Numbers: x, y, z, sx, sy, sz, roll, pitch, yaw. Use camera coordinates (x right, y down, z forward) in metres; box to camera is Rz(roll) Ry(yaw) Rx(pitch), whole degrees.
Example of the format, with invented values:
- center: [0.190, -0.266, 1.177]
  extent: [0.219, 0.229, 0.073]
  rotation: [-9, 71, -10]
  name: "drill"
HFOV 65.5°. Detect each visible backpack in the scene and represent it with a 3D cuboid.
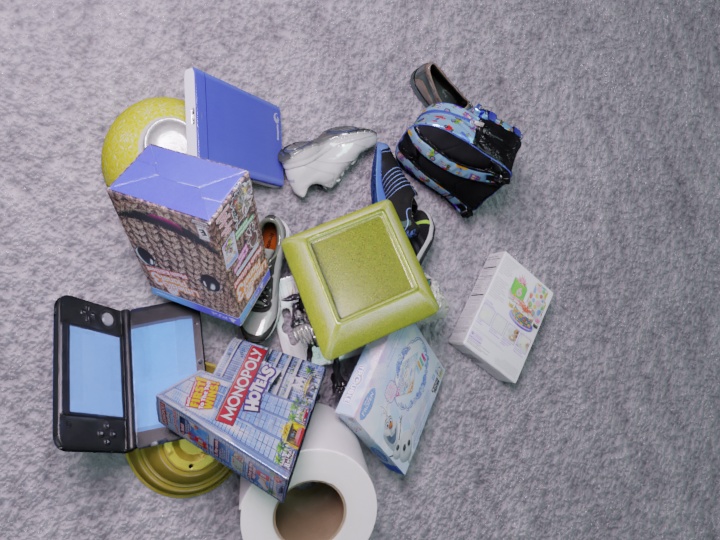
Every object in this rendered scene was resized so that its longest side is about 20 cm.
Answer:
- center: [0.169, -0.218, 1.010]
  extent: [0.195, 0.183, 0.138]
  rotation: [28, 67, -6]
  name: "backpack"

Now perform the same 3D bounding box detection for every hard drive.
- center: [-0.188, -0.211, 0.862]
  extent: [0.198, 0.025, 0.138]
  rotation: [3, 83, -62]
  name: "hard drive"

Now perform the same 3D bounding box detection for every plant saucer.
- center: [0.000, 0.000, 0.842]
  extent: [0.194, 0.048, 0.206]
  rotation: [-21, 73, -12]
  name: "plant saucer"

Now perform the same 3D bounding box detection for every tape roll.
- center: [-0.081, 0.324, 0.838]
  extent: [0.194, 0.139, 0.211]
  rotation: [-2, 104, -10]
  name: "tape roll"

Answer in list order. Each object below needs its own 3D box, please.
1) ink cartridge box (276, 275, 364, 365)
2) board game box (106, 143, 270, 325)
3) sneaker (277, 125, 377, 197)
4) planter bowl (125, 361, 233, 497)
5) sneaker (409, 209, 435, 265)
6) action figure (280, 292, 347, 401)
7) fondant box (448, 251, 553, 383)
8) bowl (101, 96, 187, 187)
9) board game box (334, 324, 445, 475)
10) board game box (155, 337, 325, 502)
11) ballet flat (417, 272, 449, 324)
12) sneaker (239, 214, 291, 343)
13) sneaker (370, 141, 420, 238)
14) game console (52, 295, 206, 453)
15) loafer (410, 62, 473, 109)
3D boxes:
- center: [-0.051, 0.071, 0.964]
  extent: [0.193, 0.050, 0.167]
  rotation: [-17, 93, -8]
  name: "ink cartridge box"
- center: [-0.223, -0.045, 0.762]
  extent: [0.154, 0.204, 0.098]
  rotation: [16, 51, 15]
  name: "board game box"
- center: [-0.052, -0.195, 0.972]
  extent: [0.196, 0.074, 0.090]
  rotation: [-27, 119, -25]
  name: "sneaker"
- center: [-0.251, 0.242, 0.832]
  extent: [0.193, 0.083, 0.209]
  rotation: [2, 85, -23]
  name: "planter bowl"
- center: [0.072, -0.047, 0.974]
  extent: [0.083, 0.070, 0.204]
  rotation: [44, 48, -27]
  name: "sneaker"
- center: [-0.059, 0.096, 0.888]
  extent: [0.114, 0.102, 0.209]
  rotation: [-8, 92, -20]
  name: "action figure"
- center: [0.276, 0.091, 1.090]
  extent: [0.142, 0.058, 0.204]
  rotation: [35, 74, -17]
  name: "fondant box"
- center: [-0.285, -0.171, 0.837]
  extent: [0.193, 0.107, 0.209]
  rotation: [2, 86, -23]
  name: "bowl"
- center: [0.058, 0.196, 0.930]
  extent: [0.201, 0.042, 0.204]
  rotation: [56, 51, -40]
  name: "board game box"
- center: [-0.160, 0.173, 0.751]
  extent: [0.193, 0.063, 0.203]
  rotation: [17, 41, 1]
  name: "board game box"
- center: [0.122, 0.049, 0.953]
  extent: [0.069, 0.200, 0.075]
  rotation: [1, 103, 4]
  name: "ballet flat"
- center: [-0.158, 0.010, 0.885]
  extent: [0.071, 0.079, 0.209]
  rotation: [7, 80, 2]
  name: "sneaker"
- center: [0.060, -0.138, 0.973]
  extent: [0.075, 0.071, 0.207]
  rotation: [4, 58, -8]
  name: "sneaker"
- center: [-0.308, 0.129, 0.759]
  extent: [0.115, 0.170, 0.207]
  rotation: [-23, 65, 18]
  name: "game console"
- center: [0.177, -0.313, 1.075]
  extent: [0.199, 0.063, 0.073]
  rotation: [42, 72, -15]
  name: "loafer"
